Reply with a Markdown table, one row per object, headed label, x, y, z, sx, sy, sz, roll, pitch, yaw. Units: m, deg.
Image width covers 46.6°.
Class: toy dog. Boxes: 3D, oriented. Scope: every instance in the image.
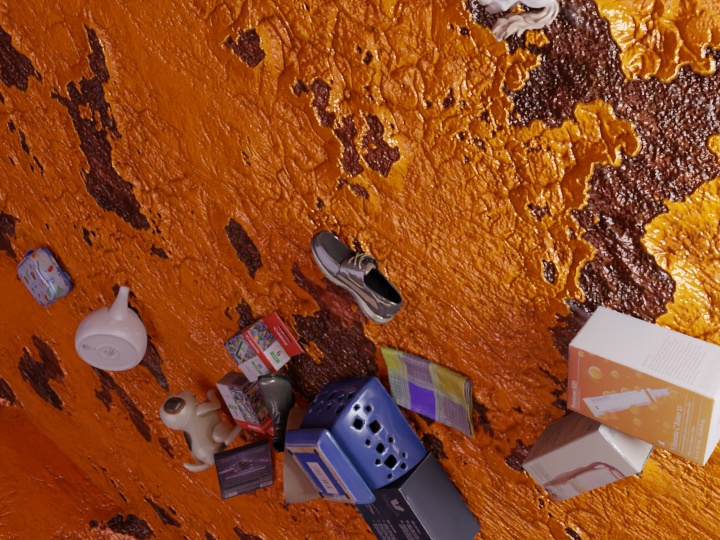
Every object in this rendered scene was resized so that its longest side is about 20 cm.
| label | x | y | z | sx | sy | sz | roll | pitch | yaw |
| --- | --- | --- | --- | --- | --- | --- | --- | --- | --- |
| toy dog | -0.421 | 0.393 | 2.130 | 0.200 | 0.194 | 0.140 | 41 | 155 | 1 |

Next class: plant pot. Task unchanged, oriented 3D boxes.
| label | x | y | z | sx | sy | sz | roll | pitch | yaw |
| --- | --- | --- | --- | --- | --- | --- | --- | --- | --- |
| plant pot | -0.087 | 0.399 | 1.803 | 0.132 | 0.202 | 0.202 | 1 | 131 | 3 |
| plant pot | -0.022 | 0.343 | 1.650 | 0.201 | 0.179 | 0.199 | 56 | 148 | -10 |

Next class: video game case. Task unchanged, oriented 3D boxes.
| label | x | y | z | sx | sy | sz | roll | pitch | yaw |
| --- | --- | --- | --- | --- | --- | --- | --- | --- | --- |
| video game case | -0.294 | 0.508 | 2.131 | 0.202 | 0.141 | 0.019 | 91 | 160 | -45 |

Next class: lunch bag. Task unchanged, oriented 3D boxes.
| label | x | y | z | sx | sy | sz | roll | pitch | yaw |
| --- | --- | --- | --- | --- | --- | --- | --- | --- | --- |
| lunch bag | -0.914 | 0.015 | 2.412 | 0.199 | 0.075 | 0.161 | -21 | 103 | 53 |

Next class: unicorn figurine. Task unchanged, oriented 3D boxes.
| label | x | y | z | sx | sy | sz | roll | pitch | yaw |
| --- | --- | --- | --- | --- | --- | --- | --- | --- | --- |
| unicorn figurine | 0.179 | -0.365 | 0.937 | 0.136 | 0.074 | 0.201 | 3 | 138 | 34 |

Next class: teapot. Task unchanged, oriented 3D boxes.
| label | x | y | z | sx | sy | sz | roll | pitch | yaw |
| --- | --- | --- | --- | --- | --- | --- | --- | --- | --- |
| teapot | -0.649 | 0.161 | 2.204 | 0.198 | 0.147 | 0.198 | -18 | 135 | 18 |

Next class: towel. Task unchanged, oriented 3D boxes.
| label | x | y | z | sx | sy | sz | roll | pitch | yaw |
| --- | --- | --- | --- | --- | --- | --- | --- | --- | --- |
| towel | 0.125 | 0.221 | 1.535 | 0.198 | 0.023 | 0.145 | 21 | 135 | 34 |

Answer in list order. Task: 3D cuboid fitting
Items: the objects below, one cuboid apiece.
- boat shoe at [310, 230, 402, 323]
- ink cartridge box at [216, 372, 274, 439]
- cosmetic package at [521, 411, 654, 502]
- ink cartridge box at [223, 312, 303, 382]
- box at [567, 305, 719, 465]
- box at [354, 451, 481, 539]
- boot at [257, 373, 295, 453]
| label | x | y | z | sx | sy | sz | roll | pitch | yaw |
| --- | --- | --- | --- | --- | --- | --- | --- | --- | --- |
| boat shoe | 0.000 | 0.000 | 1.445 | 0.200 | 0.075 | 0.073 | 44 | 134 | -7 |
| ink cartridge box | -0.265 | 0.347 | 2.032 | 0.108 | 0.050 | 0.202 | 3 | 123 | 45 |
| cosmetic package | 0.349 | 0.268 | 1.273 | 0.087 | 0.103 | 0.200 | 45 | 145 | 3 |
| ink cartridge box | -0.212 | 0.168 | 1.808 | 0.110 | 0.050 | 0.199 | 54 | 144 | -6 |
| box | 0.390 | 0.151 | 1.130 | 0.198 | 0.097 | 0.126 | 20 | 135 | 35 |
| box | 0.105 | 0.487 | 1.707 | 0.199 | 0.117 | 0.198 | -21 | 105 | 53 |
| boot | -0.175 | 0.312 | 1.809 | 0.067 | 0.132 | 0.201 | -6 | 149 | 6 |
